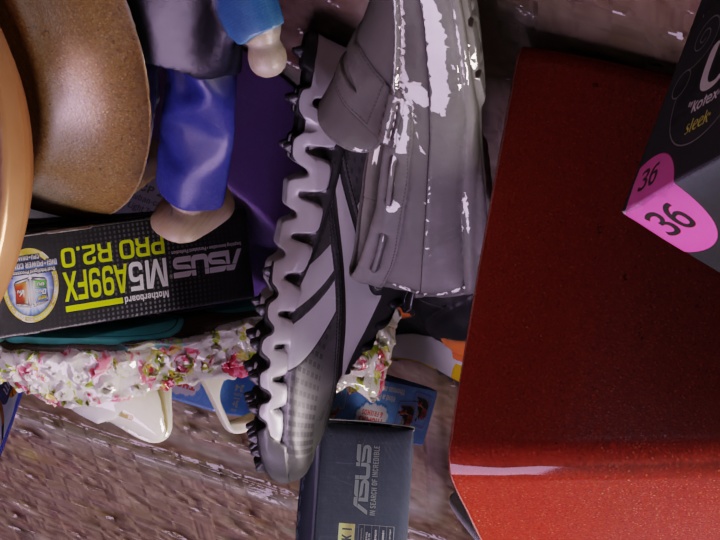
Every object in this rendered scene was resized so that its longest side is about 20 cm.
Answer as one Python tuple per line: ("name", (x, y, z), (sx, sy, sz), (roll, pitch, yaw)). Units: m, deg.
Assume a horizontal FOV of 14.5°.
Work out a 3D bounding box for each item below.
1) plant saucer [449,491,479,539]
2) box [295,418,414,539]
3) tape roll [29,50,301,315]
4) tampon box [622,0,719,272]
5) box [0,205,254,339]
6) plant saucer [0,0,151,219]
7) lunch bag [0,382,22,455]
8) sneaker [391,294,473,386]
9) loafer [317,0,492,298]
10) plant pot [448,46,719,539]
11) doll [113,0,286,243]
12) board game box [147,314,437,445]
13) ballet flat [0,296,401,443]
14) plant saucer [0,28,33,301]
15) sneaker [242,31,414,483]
("plant saucer", (0.137, 0.183, 1.602), (0.200, 0.050, 0.200), (43, -177, -3))
("box", (-0.009, 0.178, 1.389), (0.051, 0.201, 0.158), (4, 173, -5))
("tape roll", (-0.110, -0.052, 1.362), (0.199, 0.066, 0.200), (19, 156, 9))
("tampon box", (0.226, -0.043, 1.013), (0.200, 0.127, 0.150), (29, 155, -14))
("box", (-0.173, 0.002, 1.290), (0.199, 0.044, 0.160), (-2, -175, 42))
("plant saucer", (-0.166, -0.106, 1.205), (0.200, 0.035, 0.201), (34, 141, 34))
("lunch bag", (-0.246, 0.048, 1.559), (0.124, 0.171, 0.200), (26, 156, -16))
("sneaker", (0.021, -0.002, 1.375), (0.200, 0.070, 0.090), (11, 125, 46))
("loafer", (0.016, -0.070, 1.148), (0.069, 0.070, 0.201), (-5, 126, 2))
("plant pot", (0.155, 0.040, 1.193), (0.175, 0.201, 0.200), (2, 151, 17))
("doll", (-0.084, -0.108, 1.170), (0.136, 0.048, 0.200), (31, 138, 21))
("board game box", (-0.074, 0.050, 1.473), (0.151, 0.037, 0.200), (14, -179, 33))
("ballet flat", (-0.076, 0.046, 1.309), (0.199, 0.064, 0.076), (-7, -173, -8))
("plant saucer", (-0.201, -0.049, 1.176), (0.200, 0.201, 0.037), (-2, -177, 43))
("sneaker", (0.000, 0.000, 1.249), (0.090, 0.201, 0.066), (9, -175, -5))
